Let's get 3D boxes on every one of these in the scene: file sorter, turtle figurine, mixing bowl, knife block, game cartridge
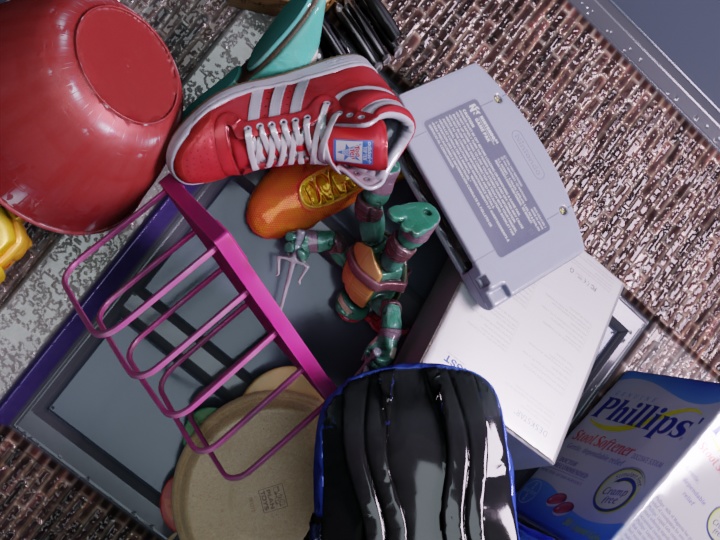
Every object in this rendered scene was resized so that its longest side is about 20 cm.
[{"bbox_3d":[-0.131,0.054,0.702,0.125,0.139,0.201,-39,127,-10],"label":"file sorter"},{"bbox_3d":[0.000,0.000,0.773,0.149,0.202,0.100,39,42,16],"label":"turtle figurine"},{"bbox_3d":[-0.216,-0.141,0.678,0.199,0.107,0.204,27,54,-43],"label":"mixing bowl"},{"bbox_3d":[-0.032,-0.283,0.786,0.172,0.064,0.205,8,91,-12],"label":"knife block"},{"bbox_3d":[0.112,-0.081,0.762,0.132,0.041,0.202,-26,84,-31],"label":"game cartridge"}]

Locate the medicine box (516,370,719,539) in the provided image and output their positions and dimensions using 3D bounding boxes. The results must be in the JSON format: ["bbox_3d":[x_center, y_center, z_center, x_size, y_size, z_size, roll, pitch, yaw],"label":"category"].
[{"bbox_3d":[0.268,0.205,0.800,0.200,0.182,0.103,-44,99,-12],"label":"medicine box"}]

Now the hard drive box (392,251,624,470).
[{"bbox_3d":[0.138,0.055,0.794,0.155,0.077,0.202,37,63,-11],"label":"hard drive box"}]

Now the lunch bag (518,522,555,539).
[{"bbox_3d":[0.162,0.293,0.782,0.094,0.200,0.151,-44,104,-4],"label":"lunch bag"}]

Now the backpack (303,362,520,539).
[{"bbox_3d":[0.033,0.177,0.663,0.159,0.168,0.205,-4,81,-7],"label":"backpack"}]

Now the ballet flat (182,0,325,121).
[{"bbox_3d":[-0.082,-0.164,0.750,0.070,0.068,0.199,36,123,-27],"label":"ballet flat"}]

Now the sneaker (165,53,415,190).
[{"bbox_3d":[-0.050,-0.102,0.679,0.197,0.113,0.072,-27,141,-17],"label":"sneaker"}]

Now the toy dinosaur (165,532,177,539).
[{"bbox_3d":[-0.175,0.318,0.789,0.100,0.058,0.203,-24,117,-12],"label":"toy dinosaur"}]

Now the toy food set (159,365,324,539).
[{"bbox_3d":[-0.086,0.208,0.807,0.196,0.049,0.202,-31,99,-8],"label":"toy food set"}]

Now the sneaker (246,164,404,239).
[{"bbox_3d":[-0.019,-0.093,0.792,0.198,0.077,0.074,-30,100,-7],"label":"sneaker"}]

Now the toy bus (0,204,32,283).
[{"bbox_3d":[-0.322,-0.106,0.715,0.192,0.135,0.201,-43,102,-22],"label":"toy bus"}]
